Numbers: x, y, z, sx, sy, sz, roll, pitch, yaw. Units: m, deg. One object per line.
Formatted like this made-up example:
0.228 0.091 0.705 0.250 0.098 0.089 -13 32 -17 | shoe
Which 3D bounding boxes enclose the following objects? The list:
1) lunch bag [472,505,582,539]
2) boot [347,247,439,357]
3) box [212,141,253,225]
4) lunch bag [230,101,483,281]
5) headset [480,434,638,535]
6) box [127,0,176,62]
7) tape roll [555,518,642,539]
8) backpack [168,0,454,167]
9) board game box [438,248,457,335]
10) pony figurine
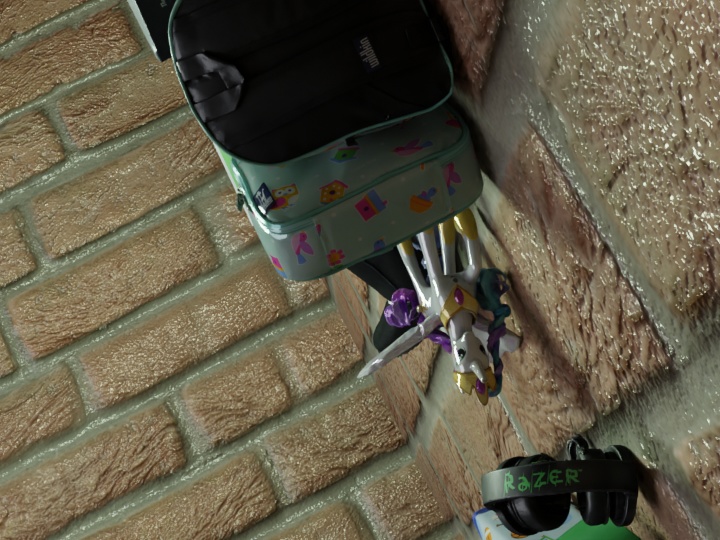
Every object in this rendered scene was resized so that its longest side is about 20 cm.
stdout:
0.221 0.349 1.179 0.170 0.123 0.202 -147 38 -75 | lunch bag
0.001 -0.001 1.199 0.199 0.165 0.066 34 -134 -17 | boot
-0.100 -0.187 1.393 0.177 0.096 0.201 -65 -37 -42 | box
-0.011 -0.086 0.945 0.161 0.199 0.077 -121 8 -47 | lunch bag
0.172 0.170 0.937 0.200 0.122 0.095 38 -134 -62 | headset
-0.160 -0.346 1.125 0.118 0.199 0.197 60 173 25 | box
0.244 0.314 0.986 0.201 0.048 0.201 50 160 25 | tape roll
-0.049 -0.180 0.876 0.177 0.199 0.153 65 174 -21 | backpack
0.074 -0.017 1.294 0.136 0.034 0.201 56 170 52 | board game box
0.077 0.036 1.070 0.193 0.165 0.202 132 127 -75 | pony figurine
